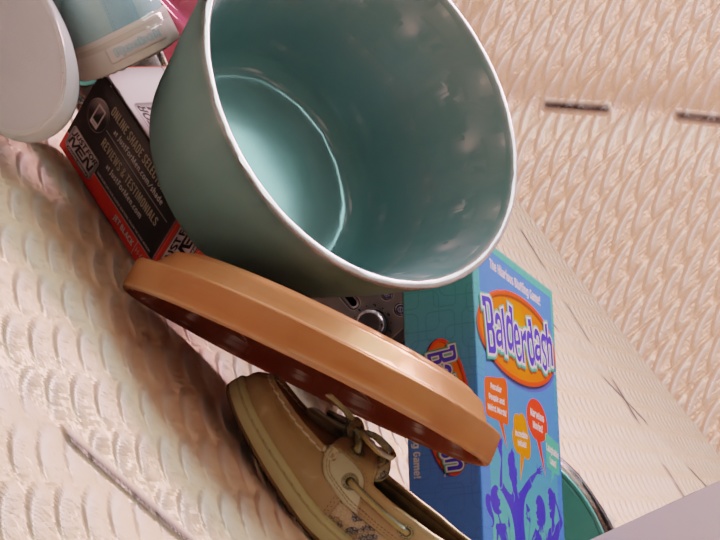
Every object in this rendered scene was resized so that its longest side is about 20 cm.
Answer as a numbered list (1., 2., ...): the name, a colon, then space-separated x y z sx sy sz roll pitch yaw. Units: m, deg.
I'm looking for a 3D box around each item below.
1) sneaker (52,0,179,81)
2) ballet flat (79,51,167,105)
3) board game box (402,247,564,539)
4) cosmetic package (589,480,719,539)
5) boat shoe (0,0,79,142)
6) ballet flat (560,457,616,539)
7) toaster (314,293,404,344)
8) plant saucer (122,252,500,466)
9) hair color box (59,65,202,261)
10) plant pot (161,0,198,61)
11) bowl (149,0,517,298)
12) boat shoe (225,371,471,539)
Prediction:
1. sneaker: -0.149 -0.147 1.546 0.200 0.074 0.082 5 -61 67
2. ballet flat: -0.141 -0.113 1.718 0.200 0.068 0.075 55 -15 -10
3. board game box: 0.069 0.092 1.617 0.152 0.045 0.201 32 53 -65
4. cosmetic package: 0.208 0.254 1.571 0.199 0.123 0.200 -113 179 -64
5. boat shoe: -0.193 -0.136 1.484 0.200 0.069 0.057 53 8 30
6. ballet flat: 0.144 0.193 1.854 0.200 0.073 0.073 56 8 -2
7. toaster: 0.000 0.000 1.766 0.129 0.114 0.200 49 11 5
8. plant saucer: -0.021 0.039 1.444 0.200 0.032 0.200 27 -6 3
9. hair color box: -0.053 -0.058 1.605 0.200 0.061 0.102 -4 49 -43
10. plant pot: -0.113 -0.233 1.960 0.200 0.179 0.200 48 8 -10
11. bowl: -0.028 -0.067 1.492 0.200 0.105 0.201 20 57 -33
12. boat shoe: 0.012 0.118 1.471 0.200 0.063 0.073 48 9 -13
